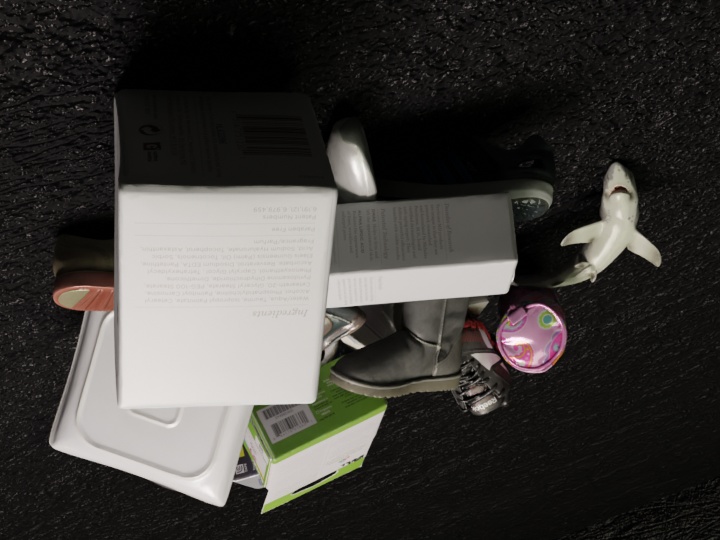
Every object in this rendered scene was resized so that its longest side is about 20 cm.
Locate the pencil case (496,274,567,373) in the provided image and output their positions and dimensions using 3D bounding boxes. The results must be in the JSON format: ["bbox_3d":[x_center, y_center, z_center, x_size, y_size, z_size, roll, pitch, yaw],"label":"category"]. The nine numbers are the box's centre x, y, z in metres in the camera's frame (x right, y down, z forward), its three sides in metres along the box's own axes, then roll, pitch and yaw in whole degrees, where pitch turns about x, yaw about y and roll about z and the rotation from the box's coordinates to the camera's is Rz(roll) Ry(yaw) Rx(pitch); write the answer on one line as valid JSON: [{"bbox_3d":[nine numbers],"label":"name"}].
[{"bbox_3d":[0.200,0.058,1.468,0.086,0.089,0.200,-19,-172,10],"label":"pencil case"}]

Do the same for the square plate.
[{"bbox_3d":[-0.206,0.121,1.265,0.197,0.201,0.028,18,-171,2],"label":"square plate"}]

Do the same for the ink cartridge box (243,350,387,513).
[{"bbox_3d":[-0.061,0.192,1.426,0.146,0.076,0.201,-23,158,-20],"label":"ink cartridge box"}]

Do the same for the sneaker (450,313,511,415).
[{"bbox_3d":[0.128,0.113,1.436,0.070,0.099,0.200,-22,155,17],"label":"sneaker"}]

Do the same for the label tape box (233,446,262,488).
[{"bbox_3d":[-0.119,0.199,1.607,0.197,0.145,0.066,-14,156,-4],"label":"label tape box"}]

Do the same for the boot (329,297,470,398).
[{"bbox_3d":[0.055,0.024,1.288,0.180,0.072,0.203,-4,112,-41],"label":"boot"}]

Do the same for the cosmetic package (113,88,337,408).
[{"bbox_3d":[-0.116,-0.019,1.001,0.163,0.168,0.203,-1,122,-12],"label":"cosmetic package"}]

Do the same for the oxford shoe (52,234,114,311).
[{"bbox_3d":[-0.201,-0.004,1.206,0.197,0.075,0.071,4,152,-30],"label":"oxford shoe"}]

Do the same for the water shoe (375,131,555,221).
[{"bbox_3d":[0.098,-0.092,1.211,0.197,0.080,0.071,3,161,26],"label":"water shoe"}]

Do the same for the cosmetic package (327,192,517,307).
[{"bbox_3d":[0.042,-0.018,1.151,0.196,0.075,0.102,-5,163,-2],"label":"cosmetic package"}]

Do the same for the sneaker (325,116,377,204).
[{"bbox_3d":[-0.029,-0.074,1.170,0.079,0.071,0.201,-8,156,-9],"label":"sneaker"}]

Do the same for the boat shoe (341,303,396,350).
[{"bbox_3d":[0.007,0.051,1.366,0.071,0.069,0.200,17,166,38],"label":"boat shoe"}]

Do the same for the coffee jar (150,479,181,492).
[{"bbox_3d":[-0.201,0.142,1.366,0.084,0.203,0.104,-18,157,9],"label":"coffee jar"}]

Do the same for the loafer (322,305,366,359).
[{"bbox_3d":[-0.057,0.080,1.277,0.062,0.073,0.200,28,145,-8],"label":"loafer"}]

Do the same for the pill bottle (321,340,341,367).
[{"bbox_3d":[-0.076,0.105,1.471,0.109,0.113,0.201,-13,156,-5],"label":"pill bottle"}]

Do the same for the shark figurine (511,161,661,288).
[{"bbox_3d":[0.257,-0.033,1.428,0.128,0.090,0.214,37,122,-19],"label":"shark figurine"}]

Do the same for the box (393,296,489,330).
[{"bbox_3d":[0.074,0.052,1.488,0.093,0.079,0.201,-7,155,-18],"label":"box"}]
